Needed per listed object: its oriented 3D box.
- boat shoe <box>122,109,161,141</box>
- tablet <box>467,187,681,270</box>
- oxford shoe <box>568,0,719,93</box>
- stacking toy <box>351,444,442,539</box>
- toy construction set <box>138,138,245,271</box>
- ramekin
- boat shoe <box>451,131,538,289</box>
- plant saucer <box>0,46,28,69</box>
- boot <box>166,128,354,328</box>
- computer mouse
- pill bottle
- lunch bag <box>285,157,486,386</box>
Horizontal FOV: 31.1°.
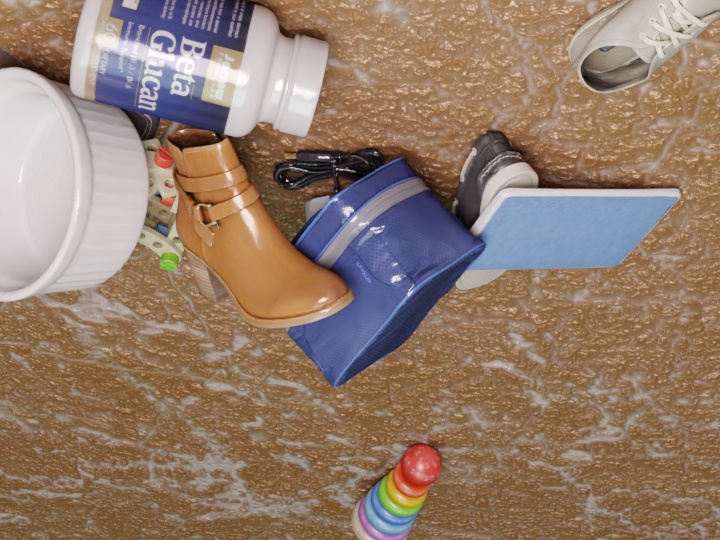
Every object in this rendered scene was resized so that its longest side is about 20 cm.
[{"bbox_3d":[-0.255,-0.106,1.235,0.072,0.063,0.200,31,139,-29],"label":"boat shoe"},{"bbox_3d":[0.192,-0.039,1.221,0.199,0.014,0.130,-1,148,-25],"label":"tablet"},{"bbox_3d":[0.243,-0.200,1.010,0.075,0.058,0.200,31,137,-25],"label":"oxford shoe"},{"bbox_3d":[0.057,0.295,1.732,0.085,0.086,0.200,16,137,-11],"label":"stacking toy"},{"bbox_3d":[-0.187,-0.071,1.256,0.130,0.093,0.200,18,153,-13],"label":"toy construction set"},{"bbox_3d":[-0.280,-0.073,1.149,0.200,0.202,0.097,-22,166,35],"label":"ramekin"},{"bbox_3d":[0.118,-0.053,1.239,0.073,0.061,0.200,-20,151,-15],"label":"boat shoe"},{"bbox_3d":[-0.392,-0.154,1.226,0.199,0.032,0.201,6,144,4],"label":"plant saucer"},{"bbox_3d":[-0.095,-0.039,1.102,0.199,0.074,0.156,12,122,41],"label":"boot"},{"bbox_3d":[-0.018,-0.045,1.289,0.109,0.044,0.201,-1,144,11],"label":"computer mouse"},{"bbox_3d":[-0.131,-0.175,1.073,0.199,0.112,0.111,13,145,-8],"label":"pill bottle"},{"bbox_3d":[0.000,0.000,1.191,0.132,0.136,0.200,49,130,11],"label":"lunch bag"}]
